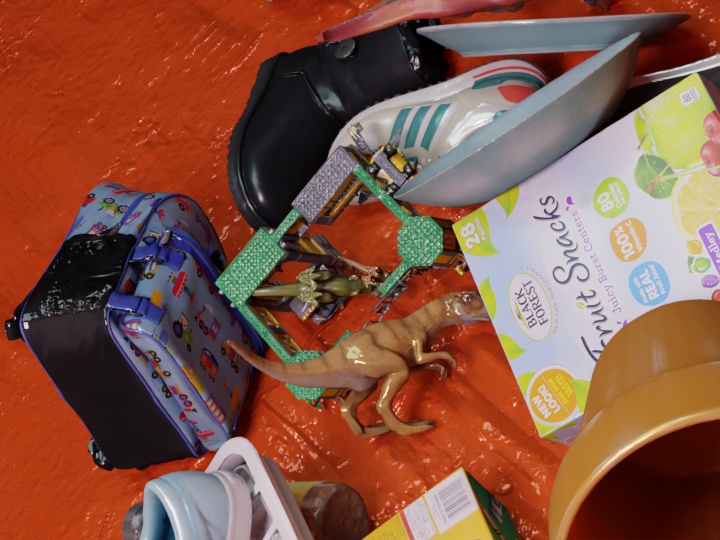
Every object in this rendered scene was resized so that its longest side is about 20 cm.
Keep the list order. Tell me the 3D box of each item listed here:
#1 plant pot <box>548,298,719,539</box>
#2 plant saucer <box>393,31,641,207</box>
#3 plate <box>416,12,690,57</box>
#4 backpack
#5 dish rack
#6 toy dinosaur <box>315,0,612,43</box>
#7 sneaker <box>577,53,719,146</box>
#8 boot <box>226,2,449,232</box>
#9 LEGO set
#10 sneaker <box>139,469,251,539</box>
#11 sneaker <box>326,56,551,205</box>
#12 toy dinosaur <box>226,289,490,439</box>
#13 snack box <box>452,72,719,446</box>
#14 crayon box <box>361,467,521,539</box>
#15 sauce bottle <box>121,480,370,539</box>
[{"bbox_3d":[0.204,0.114,1.267,0.200,0.200,0.183,-32,25,17],"label":"plant pot"},{"bbox_3d":[0.115,-0.091,1.482,0.201,0.039,0.201,-34,3,2],"label":"plant saucer"},{"bbox_3d":[0.141,-0.171,1.598,0.200,0.200,0.026,2,96,44],"label":"plate"},{"bbox_3d":[-0.155,0.028,1.677,0.134,0.183,0.200,-9,38,26],"label":"backpack"},{"bbox_3d":[-0.083,0.231,1.467,0.200,0.044,0.172,-56,43,28],"label":"dish rack"},{"bbox_3d":[0.097,-0.210,1.691,0.181,0.105,0.200,22,73,23],"label":"toy dinosaur"},{"bbox_3d":[0.217,-0.084,1.509,0.200,0.071,0.099,-20,40,23],"label":"sneaker"},{"bbox_3d":[-0.015,-0.132,1.759,0.168,0.076,0.200,-23,37,32],"label":"boot"},{"bbox_3d":[0.000,0.000,1.626,0.154,0.116,0.200,38,104,23],"label":"LEGO set"},{"bbox_3d":[-0.128,0.227,1.424,0.074,0.082,0.200,0,83,54],"label":"sneaker"},{"bbox_3d":[0.054,-0.087,1.661,0.200,0.070,0.093,-22,38,23],"label":"sneaker"},{"bbox_3d":[0.000,0.068,1.539,0.200,0.106,0.060,-19,9,-23],"label":"toy dinosaur"},{"bbox_3d":[0.180,-0.003,1.427,0.200,0.068,0.169,-33,62,21],"label":"snack box"},{"bbox_3d":[0.061,0.234,1.380,0.119,0.058,0.200,-37,39,11],"label":"crayon box"},{"bbox_3d":[-0.087,0.182,1.556,0.200,0.066,0.066,-4,54,38],"label":"sauce bottle"}]
